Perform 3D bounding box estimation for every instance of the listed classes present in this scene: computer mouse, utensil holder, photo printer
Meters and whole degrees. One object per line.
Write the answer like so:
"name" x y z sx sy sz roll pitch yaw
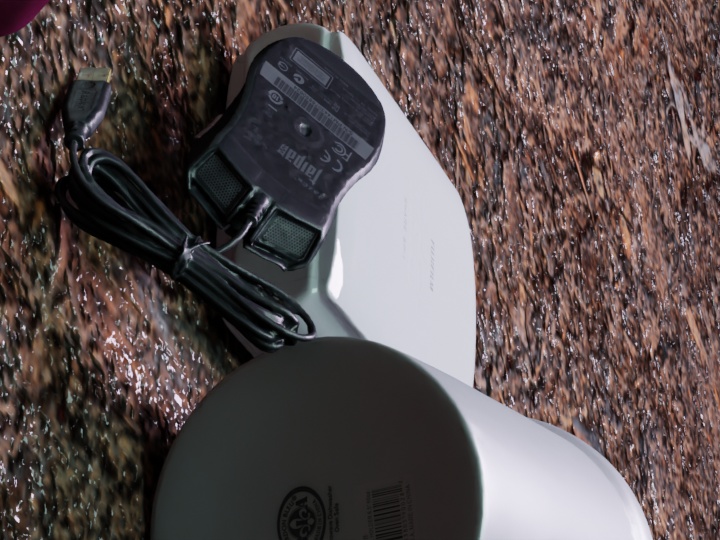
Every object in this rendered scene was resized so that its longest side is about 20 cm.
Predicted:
"computer mouse" -0.068 -0.049 1.305 0.140 0.046 0.200 35 37 -12
"utensil holder" 0.020 0.128 1.317 0.200 0.169 0.171 31 51 -60
"photo printer" 0.000 0.000 1.460 0.200 0.069 0.167 53 33 -50

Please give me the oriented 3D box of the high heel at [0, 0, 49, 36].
"high heel" -0.130 -0.152 1.152 0.200 0.096 0.068 -78 150 -46
